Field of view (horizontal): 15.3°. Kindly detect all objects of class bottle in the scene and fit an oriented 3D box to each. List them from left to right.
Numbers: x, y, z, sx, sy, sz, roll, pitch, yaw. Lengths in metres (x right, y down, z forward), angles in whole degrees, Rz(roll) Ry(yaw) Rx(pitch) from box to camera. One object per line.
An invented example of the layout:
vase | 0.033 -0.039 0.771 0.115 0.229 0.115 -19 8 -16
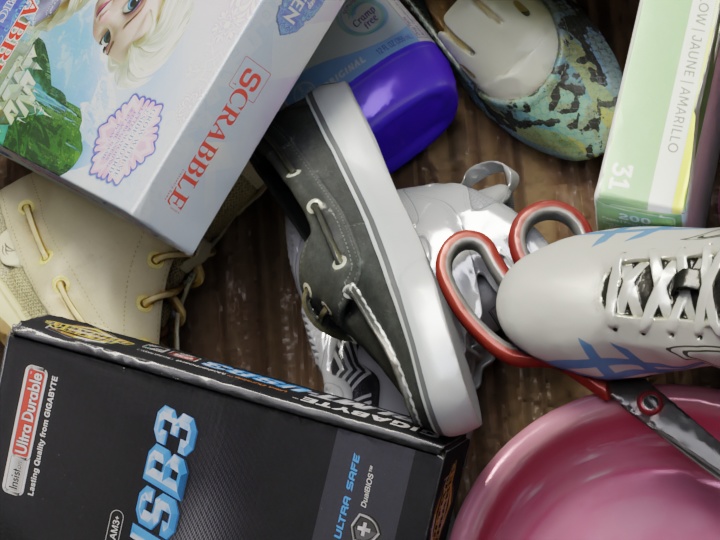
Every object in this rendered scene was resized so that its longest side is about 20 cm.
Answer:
bottle | -0.038 -0.131 1.279 0.083 0.065 0.200 -35 67 -8

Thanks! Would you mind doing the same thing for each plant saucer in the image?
plant saucer | 0.132 0.148 1.131 0.199 0.051 0.201 1 62 -2

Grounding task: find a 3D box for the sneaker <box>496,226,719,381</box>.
sneaker | 0.148 0.009 1.099 0.199 0.072 0.072 2 69 23

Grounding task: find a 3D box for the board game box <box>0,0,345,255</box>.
board game box | -0.088 -0.126 1.197 0.199 0.041 0.201 25 83 50

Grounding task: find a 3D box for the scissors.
scissors | 0.110 0.054 1.144 0.073 0.014 0.200 -32 74 -14

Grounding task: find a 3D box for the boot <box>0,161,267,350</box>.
boot | -0.085 0.004 1.226 0.155 0.073 0.200 -43 62 -5

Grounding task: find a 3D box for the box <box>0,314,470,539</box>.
box | -0.072 0.139 1.138 0.198 0.050 0.201 16 99 13

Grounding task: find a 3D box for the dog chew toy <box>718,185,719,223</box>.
dog chew toy | 0.213 -0.037 1.175 0.124 0.125 0.201 14 78 14

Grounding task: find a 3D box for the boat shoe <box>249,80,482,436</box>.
boat shoe | 0.000 0.000 1.142 0.056 0.069 0.200 -23 47 1

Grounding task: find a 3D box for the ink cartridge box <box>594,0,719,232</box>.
ink cartridge box | 0.137 -0.090 1.160 0.048 0.200 0.146 10 69 12

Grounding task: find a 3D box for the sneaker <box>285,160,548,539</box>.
sneaker | 0.041 0.042 1.189 0.114 0.075 0.201 -18 63 4

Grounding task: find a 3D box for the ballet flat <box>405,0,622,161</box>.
ballet flat | 0.049 -0.130 1.259 0.074 0.074 0.200 -35 63 -6
